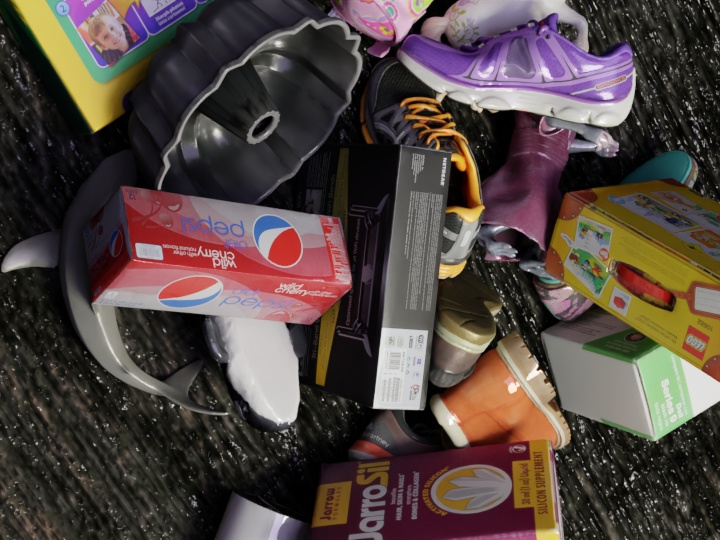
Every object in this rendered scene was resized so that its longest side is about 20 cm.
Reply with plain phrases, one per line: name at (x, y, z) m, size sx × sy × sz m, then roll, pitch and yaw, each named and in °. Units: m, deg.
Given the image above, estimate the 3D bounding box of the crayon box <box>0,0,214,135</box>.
crayon box at (-0.177, -0.231, 1.062) m, size 0.199 × 0.058 × 0.174 m, roll -37°, pitch 109°, yaw -20°

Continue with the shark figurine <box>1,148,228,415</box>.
shark figurine at (-0.189, 0.030, 1.065) m, size 0.127 × 0.089 × 0.217 m, roll -23°, pitch 103°, yaw -22°

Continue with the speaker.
speaker at (-0.103, 0.285, 1.134) m, size 0.080 × 0.081 × 0.203 m, roll 23°, pitch 83°, yaw -27°

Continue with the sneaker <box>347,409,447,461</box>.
sneaker at (0.083, 0.183, 1.226) m, size 0.199 × 0.077 × 0.083 m, roll 38°, pitch 71°, yaw -25°

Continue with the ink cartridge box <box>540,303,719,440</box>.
ink cartridge box at (0.291, 0.063, 1.280) m, size 0.198 × 0.145 × 0.085 m, roll -26°, pitch 108°, yaw -22°

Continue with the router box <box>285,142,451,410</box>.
router box at (0.000, 0.000, 1.117) m, size 0.052 × 0.157 × 0.203 m, roll 5°, pitch 93°, yaw -32°

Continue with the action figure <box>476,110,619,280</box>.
action figure at (0.154, -0.099, 1.243) m, size 0.147 × 0.134 × 0.203 m, roll 6°, pitch 76°, yaw 15°

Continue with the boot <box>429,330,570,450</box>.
boot at (0.120, 0.127, 1.215) m, size 0.107 × 0.075 × 0.200 m, roll -35°, pitch 150°, yaw 2°

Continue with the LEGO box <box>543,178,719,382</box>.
LEGO box at (0.278, 0.002, 1.154) m, size 0.147 × 0.199 × 0.078 m, roll -9°, pitch 122°, yaw -39°

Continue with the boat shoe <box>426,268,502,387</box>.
boat shoe at (0.074, 0.043, 1.159) m, size 0.071 × 0.201 × 0.067 m, roll 31°, pitch 103°, yaw -3°

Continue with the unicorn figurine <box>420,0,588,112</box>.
unicorn figurine at (0.137, -0.226, 1.187) m, size 0.199 × 0.074 × 0.138 m, roll -35°, pitch 124°, yaw -9°

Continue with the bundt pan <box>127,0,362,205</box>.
bundt pan at (-0.096, -0.132, 1.057) m, size 0.201 × 0.203 × 0.076 m, roll -37°, pitch 68°, yaw -20°

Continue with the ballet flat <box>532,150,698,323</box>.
ballet flat at (0.243, -0.028, 1.300) m, size 0.200 × 0.069 × 0.072 m, roll -42°, pitch 129°, yaw -13°

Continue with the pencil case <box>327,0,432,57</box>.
pencil case at (0.058, -0.275, 1.166) m, size 0.088 × 0.087 × 0.200 m, roll 47°, pitch 74°, yaw -22°

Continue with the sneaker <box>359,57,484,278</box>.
sneaker at (0.059, -0.097, 1.152) m, size 0.077 × 0.077 × 0.202 m, roll -7°, pitch 64°, yaw -26°

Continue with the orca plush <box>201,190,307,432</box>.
orca plush at (-0.113, 0.042, 1.114) m, size 0.105 × 0.071 × 0.202 m, roll -26°, pitch 84°, yaw -53°

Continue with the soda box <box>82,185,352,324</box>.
soda box at (-0.104, -0.008, 1.045) m, size 0.198 × 0.070 × 0.064 m, roll 7°, pitch 57°, yaw -37°

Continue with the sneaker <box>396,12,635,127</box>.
sneaker at (0.128, -0.174, 1.144) m, size 0.197 × 0.081 × 0.085 m, roll 8°, pitch 102°, yaw 0°

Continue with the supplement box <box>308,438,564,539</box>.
supplement box at (0.065, 0.220, 1.116) m, size 0.197 × 0.131 × 0.105 m, roll -8°, pitch 116°, yaw 7°
